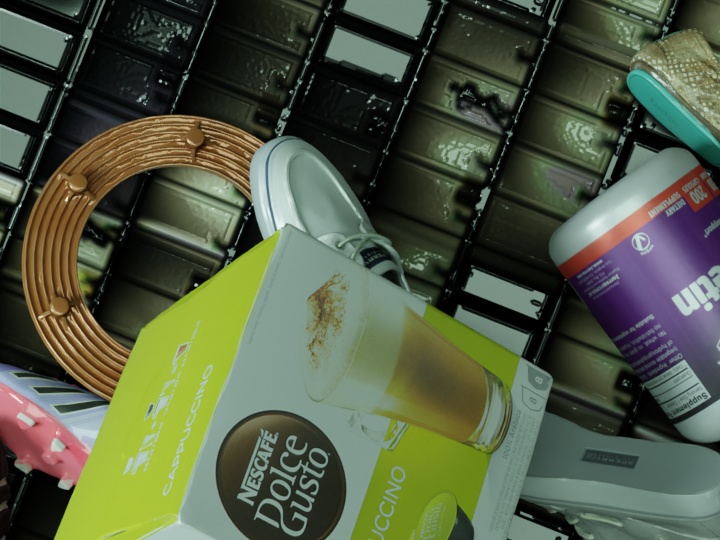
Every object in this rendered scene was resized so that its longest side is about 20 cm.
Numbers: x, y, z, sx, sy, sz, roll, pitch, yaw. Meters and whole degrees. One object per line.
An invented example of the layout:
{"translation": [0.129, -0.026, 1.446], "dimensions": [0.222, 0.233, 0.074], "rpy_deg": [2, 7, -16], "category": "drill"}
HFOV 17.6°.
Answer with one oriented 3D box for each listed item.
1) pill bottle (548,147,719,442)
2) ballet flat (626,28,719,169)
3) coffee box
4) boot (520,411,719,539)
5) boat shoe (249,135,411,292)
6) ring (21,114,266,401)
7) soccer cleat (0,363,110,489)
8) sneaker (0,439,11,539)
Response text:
{"translation": [0.217, 0.029, 1.469], "dimensions": [0.112, 0.112, 0.200], "rpy_deg": [-37, 87, 1], "category": "pill bottle"}
{"translation": [0.259, -0.079, 1.497], "dimensions": [0.065, 0.071, 0.200], "rpy_deg": [-42, 91, -14], "category": "ballet flat"}
{"translation": [-0.041, 0.128, 1.375], "dimensions": [0.198, 0.200, 0.200], "rpy_deg": [30, 58, -18], "category": "coffee box"}
{"translation": [0.144, 0.153, 1.489], "dimensions": [0.200, 0.074, 0.096], "rpy_deg": [11, 128, 27], "category": "boot"}
{"translation": [0.000, 0.000, 1.492], "dimensions": [0.074, 0.067, 0.200], "rpy_deg": [-32, 97, -35], "category": "boat shoe"}
{"translation": [-0.119, -0.006, 1.510], "dimensions": [0.200, 0.019, 0.201], "rpy_deg": [1, 78, -7], "category": "ring"}
{"translation": [-0.165, 0.108, 1.514], "dimensions": [0.200, 0.067, 0.076], "rpy_deg": [28, 51, 11], "category": "soccer cleat"}
{"translation": [-0.290, 0.193, 1.496], "dimensions": [0.115, 0.076, 0.200], "rpy_deg": [4, 96, 7], "category": "sneaker"}
